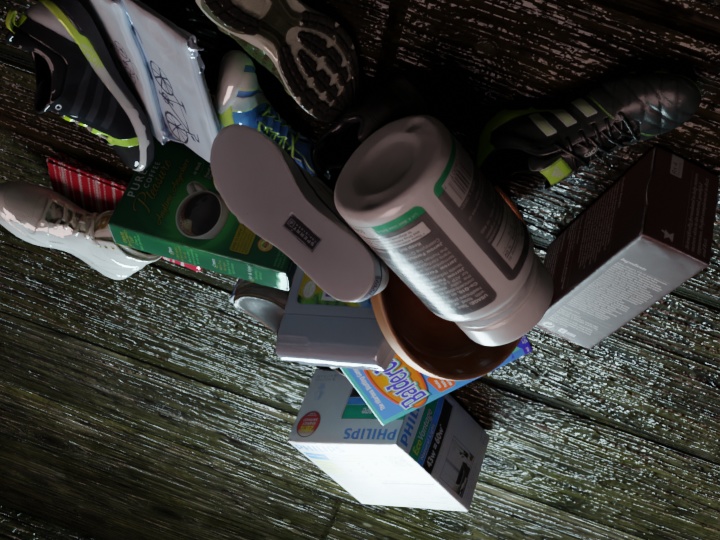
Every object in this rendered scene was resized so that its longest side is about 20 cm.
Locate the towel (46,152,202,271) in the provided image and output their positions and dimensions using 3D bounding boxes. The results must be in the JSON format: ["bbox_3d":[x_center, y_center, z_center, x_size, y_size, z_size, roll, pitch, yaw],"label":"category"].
[{"bbox_3d":[-0.281,-0.068,1.235,0.199,0.023,0.145,21,151,2],"label":"towel"}]

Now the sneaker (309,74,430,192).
[{"bbox_3d":[-0.015,-0.100,0.940,0.076,0.091,0.200,50,142,15],"label":"sneaker"}]

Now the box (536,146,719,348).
[{"bbox_3d":[0.242,-0.016,0.941,0.075,0.100,0.200,23,150,-7],"label":"box"}]

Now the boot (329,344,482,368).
[{"bbox_3d":[0.041,0.011,1.065,0.173,0.201,0.069,-12,155,8],"label":"boot"}]

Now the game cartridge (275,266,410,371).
[{"bbox_3d":[0.000,0.000,1.006,0.133,0.201,0.040,3,154,24],"label":"game cartridge"}]

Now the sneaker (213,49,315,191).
[{"bbox_3d":[-0.089,-0.138,0.981,0.104,0.076,0.200,6,154,-5],"label":"sneaker"}]

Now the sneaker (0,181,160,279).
[{"bbox_3d":[-0.327,-0.060,1.193,0.200,0.074,0.115,28,152,-32],"label":"sneaker"}]

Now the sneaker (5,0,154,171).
[{"bbox_3d":[-0.268,-0.165,0.948,0.072,0.083,0.200,31,153,45],"label":"sneaker"}]

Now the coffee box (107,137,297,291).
[{"bbox_3d":[-0.152,-0.062,1.075,0.199,0.123,0.044,14,152,7],"label":"coffee box"}]

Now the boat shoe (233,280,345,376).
[{"bbox_3d":[-0.060,0.072,1.192,0.199,0.074,0.075,22,148,-3],"label":"boat shoe"}]

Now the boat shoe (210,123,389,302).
[{"bbox_3d":[-0.050,-0.052,0.890,0.200,0.072,0.066,41,-167,15],"label":"boat shoe"}]

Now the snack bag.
[{"bbox_3d":[-0.198,-0.182,0.927,0.200,0.021,0.189,37,156,26],"label":"snack bag"}]

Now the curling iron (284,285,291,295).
[{"bbox_3d":[-0.121,-0.021,1.143,0.200,0.026,0.050,42,121,10],"label":"curling iron"}]

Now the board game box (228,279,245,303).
[{"bbox_3d":[-0.035,0.035,1.234,0.199,0.044,0.200,31,148,-14],"label":"board game box"}]

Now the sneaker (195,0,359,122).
[{"bbox_3d":[-0.077,-0.209,0.875,0.200,0.077,0.089,44,173,-36],"label":"sneaker"}]

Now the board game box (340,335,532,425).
[{"bbox_3d":[0.080,0.080,1.137,0.199,0.045,0.152,-27,136,6],"label":"board game box"}]

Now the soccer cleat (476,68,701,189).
[{"bbox_3d":[0.185,-0.110,0.840,0.199,0.081,0.068,-10,138,40],"label":"soccer cleat"}]

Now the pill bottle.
[{"bbox_3d":[0.077,-0.028,0.865,0.113,0.113,0.200,-10,137,40],"label":"pill bottle"}]

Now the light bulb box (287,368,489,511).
[{"bbox_3d":[0.042,0.238,1.431,0.198,0.125,0.200,-6,140,38],"label":"light bulb box"}]

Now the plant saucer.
[{"bbox_3d":[0.087,0.004,0.965,0.200,0.201,0.032,38,158,-27],"label":"plant saucer"}]
